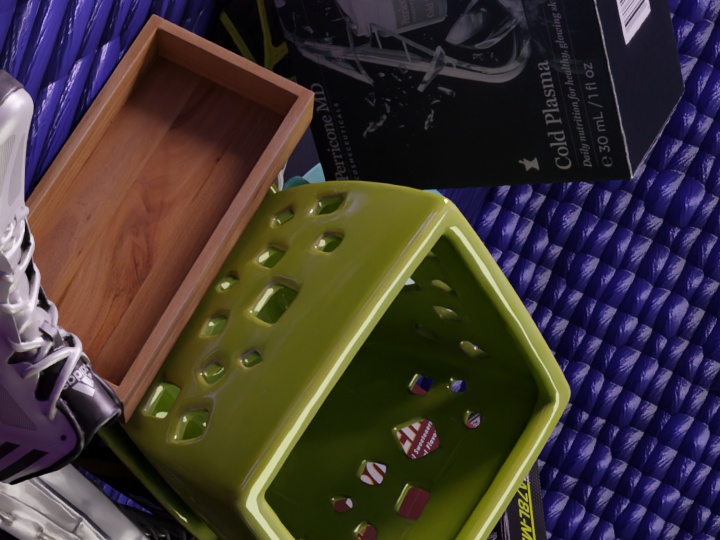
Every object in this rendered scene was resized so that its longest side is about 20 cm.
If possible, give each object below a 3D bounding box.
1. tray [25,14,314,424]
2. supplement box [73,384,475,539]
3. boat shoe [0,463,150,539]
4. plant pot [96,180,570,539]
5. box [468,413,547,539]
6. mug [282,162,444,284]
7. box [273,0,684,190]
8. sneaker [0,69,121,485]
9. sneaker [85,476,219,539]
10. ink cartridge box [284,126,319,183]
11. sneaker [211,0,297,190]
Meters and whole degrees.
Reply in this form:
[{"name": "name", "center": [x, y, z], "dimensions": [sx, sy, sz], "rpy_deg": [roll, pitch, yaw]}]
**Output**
[{"name": "tray", "center": [-0.114, -0.029, 1.027], "dimensions": [0.200, 0.098, 0.037], "rpy_deg": [-60, 171, -23]}, {"name": "supplement box", "center": [-0.052, 0.121, 1.312], "dimensions": [0.197, 0.200, 0.133], "rpy_deg": [-2, -125, 60]}, {"name": "boat shoe", "center": [-0.173, 0.134, 1.070], "dimensions": [0.066, 0.072, 0.200], "rpy_deg": [-48, 140, -11]}, {"name": "plant pot", "center": [-0.032, 0.066, 1.085], "dimensions": [0.199, 0.181, 0.200], "rpy_deg": [-54, 140, -18]}, {"name": "box", "center": [0.040, 0.210, 1.329], "dimensions": [0.200, 0.047, 0.193], "rpy_deg": [-42, -151, 25]}, {"name": "mug", "center": [-0.002, 0.007, 1.367], "dimensions": [0.185, 0.114, 0.152], "rpy_deg": [-17, 141, -55]}, {"name": "box", "center": [0.065, -0.160, 1.156], "dimensions": [0.124, 0.196, 0.200], "rpy_deg": [-51, 132, -50]}, {"name": "sneaker", "center": [-0.147, 0.012, 0.883], "dimensions": [0.076, 0.115, 0.201], "rpy_deg": [-53, 167, -54]}, {"name": "sneaker", "center": [-0.128, 0.170, 1.214], "dimensions": [0.200, 0.115, 0.075], "rpy_deg": [40, 59, -78]}, {"name": "ink cartridge box", "center": [0.004, -0.155, 1.457], "dimensions": [0.200, 0.083, 0.145], "rpy_deg": [-53, 167, -51]}, {"name": "sneaker", "center": [-0.067, -0.088, 1.246], "dimensions": [0.076, 0.075, 0.200], "rpy_deg": [-47, 163, -59]}]
